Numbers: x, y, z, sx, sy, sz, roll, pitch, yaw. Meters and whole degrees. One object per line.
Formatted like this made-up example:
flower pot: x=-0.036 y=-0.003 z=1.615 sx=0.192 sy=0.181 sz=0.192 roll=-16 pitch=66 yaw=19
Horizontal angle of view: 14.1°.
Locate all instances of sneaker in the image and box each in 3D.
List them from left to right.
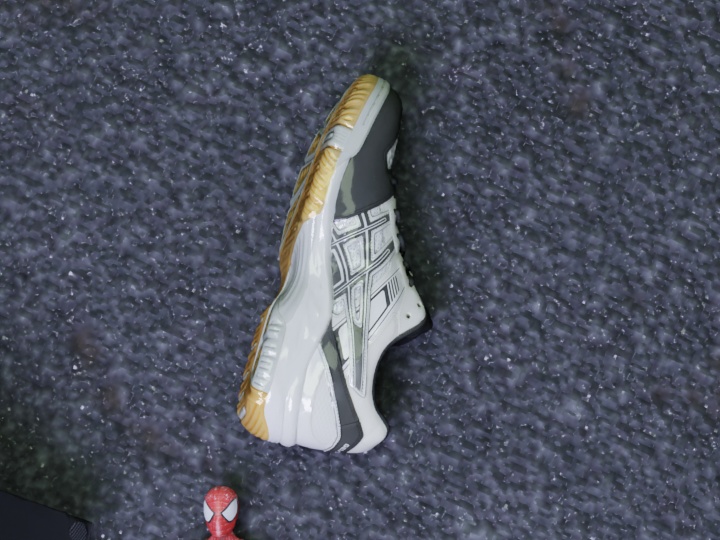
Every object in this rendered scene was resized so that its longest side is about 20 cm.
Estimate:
sneaker: x=0.000 y=0.000 z=1.538 sx=0.087 sy=0.076 sz=0.201 roll=16 pitch=83 yaw=-7

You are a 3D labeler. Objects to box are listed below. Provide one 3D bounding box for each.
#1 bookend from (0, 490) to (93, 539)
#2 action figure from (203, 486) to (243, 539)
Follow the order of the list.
bookend: x=-0.279 y=0.134 z=1.509 sx=0.199 sy=0.198 sz=0.093 roll=24 pitch=79 yaw=-34
action figure: x=-0.073 y=0.212 z=1.507 sx=0.065 sy=0.052 sz=0.202 roll=-3 pitch=76 yaw=10
